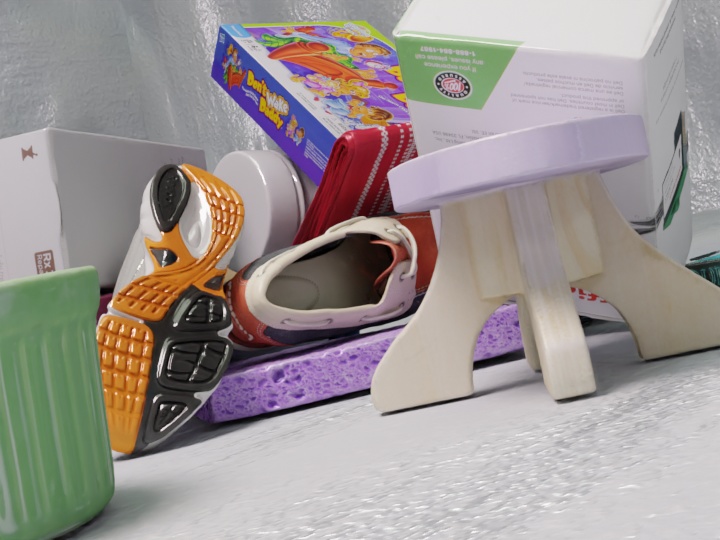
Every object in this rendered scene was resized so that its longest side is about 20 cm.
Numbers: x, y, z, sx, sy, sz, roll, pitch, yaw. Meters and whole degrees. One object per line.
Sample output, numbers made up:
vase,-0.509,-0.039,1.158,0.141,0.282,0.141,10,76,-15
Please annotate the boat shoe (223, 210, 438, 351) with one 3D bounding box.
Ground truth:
boat shoe,0.000,0.000,0.931,0.199,0.071,0.063,-18,-8,-36

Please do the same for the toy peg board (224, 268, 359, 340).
toy peg board,-0.094,0.047,1.221,0.198,0.098,0.200,6,10,24

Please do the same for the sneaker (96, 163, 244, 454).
sneaker,-0.115,0.035,0.860,0.075,0.201,0.092,21,-47,-9

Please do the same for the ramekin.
ramekin,-0.193,0.066,0.593,0.199,0.098,0.200,-12,1,0

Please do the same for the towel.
towel,0.056,-0.062,1.007,0.199,0.023,0.145,-13,-29,-27

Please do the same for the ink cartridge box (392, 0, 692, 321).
ink cartridge box,0.114,-0.074,0.878,0.145,0.201,0.084,10,48,24

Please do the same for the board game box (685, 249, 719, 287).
board game box,0.322,-0.014,0.968,0.135,0.028,0.200,-14,2,-38

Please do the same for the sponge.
sponge,-0.003,0.054,0.901,0.199,0.030,0.112,-12,0,-13

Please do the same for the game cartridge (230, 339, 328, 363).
game cartridge,-0.127,0.061,1.026,0.199,0.041,0.133,-14,-9,36

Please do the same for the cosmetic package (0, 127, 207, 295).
cosmetic package,-0.171,-0.033,0.979,0.074,0.102,0.200,-10,-4,23

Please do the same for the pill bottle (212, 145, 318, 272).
pill bottle,-0.010,-0.049,1.146,0.199,0.120,0.119,-4,-3,-36

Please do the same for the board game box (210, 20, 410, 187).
board game box,-0.005,-0.120,1.099,0.134,0.045,0.200,-8,37,-33

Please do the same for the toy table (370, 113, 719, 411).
toy table,0.085,-0.004,0.734,0.183,0.118,0.200,-12,1,15

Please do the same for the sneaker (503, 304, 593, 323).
sneaker,0.168,-0.003,1.019,0.199,0.075,0.084,-25,7,-36

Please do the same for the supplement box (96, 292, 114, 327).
supplement box,-0.217,0.071,0.879,0.110,0.086,0.200,-11,2,29
